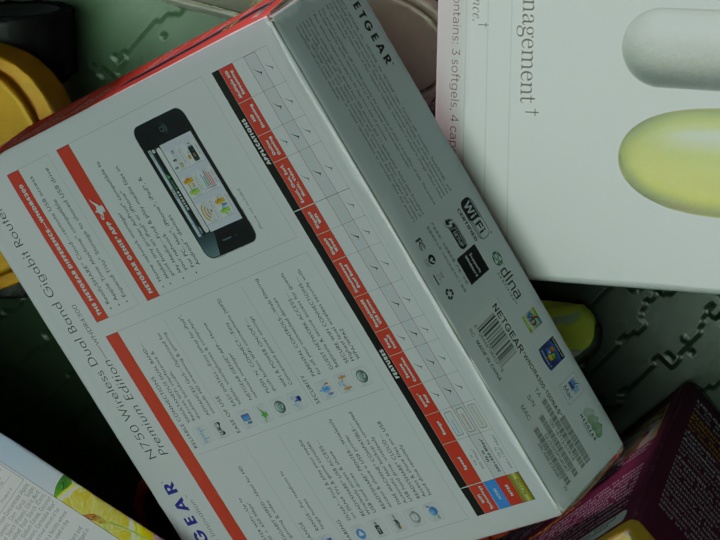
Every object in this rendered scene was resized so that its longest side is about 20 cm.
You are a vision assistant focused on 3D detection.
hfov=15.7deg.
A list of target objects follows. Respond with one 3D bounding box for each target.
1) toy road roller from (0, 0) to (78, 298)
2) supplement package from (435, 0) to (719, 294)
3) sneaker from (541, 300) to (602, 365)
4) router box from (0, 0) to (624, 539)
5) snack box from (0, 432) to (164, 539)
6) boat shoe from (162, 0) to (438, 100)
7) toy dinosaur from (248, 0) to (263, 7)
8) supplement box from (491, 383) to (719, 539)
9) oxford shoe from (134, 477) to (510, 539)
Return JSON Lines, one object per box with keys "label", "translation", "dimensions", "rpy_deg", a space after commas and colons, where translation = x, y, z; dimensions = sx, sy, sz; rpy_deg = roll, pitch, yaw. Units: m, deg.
{"label": "toy road roller", "translation": [-0.207, -0.045, 1.047], "dimensions": [0.200, 0.146, 0.123], "rpy_deg": [2, 103, 14]}
{"label": "supplement package", "translation": [0.139, -0.097, 0.946], "dimensions": [0.200, 0.147, 0.192], "rpy_deg": [4, 104, 15]}
{"label": "sneaker", "translation": [0.000, 0.000, 1.046], "dimensions": [0.200, 0.078, 0.090], "rpy_deg": [8, 82, 1]}
{"label": "router box", "translation": [-0.029, 0.013, 0.940], "dimensions": [0.179, 0.049, 0.200], "rpy_deg": [-21, 104, 43]}
{"label": "snack box", "translation": [-0.163, 0.099, 1.057], "dimensions": [0.200, 0.169, 0.068], "rpy_deg": [32, 76, 4]}
{"label": "boat shoe", "translation": [-0.038, -0.131, 1.039], "dimensions": [0.200, 0.057, 0.067], "rpy_deg": [31, 122, 10]}
{"label": "toy dinosaur", "translation": [-0.026, -0.053, 0.995], "dimensions": [0.088, 0.047, 0.200], "rpy_deg": [-29, 95, -13]}
{"label": "supplement box", "translation": [0.096, 0.141, 0.985], "dimensions": [0.131, 0.200, 0.103], "rpy_deg": [-40, 92, 19]}
{"label": "oxford shoe", "translation": [0.006, 0.070, 1.044], "dimensions": [0.200, 0.073, 0.071], "rpy_deg": [-9, 110, 29]}
